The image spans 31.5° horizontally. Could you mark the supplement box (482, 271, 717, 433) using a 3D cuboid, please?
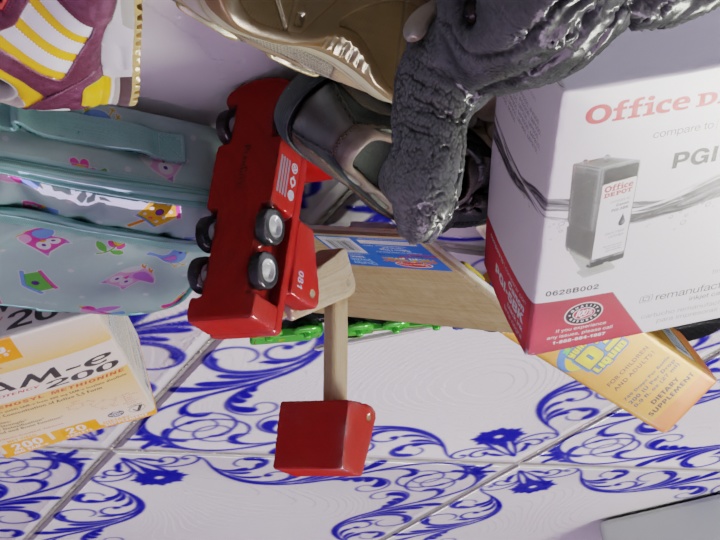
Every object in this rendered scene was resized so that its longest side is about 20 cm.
[{"bbox_3d":[0.178,0.049,0.964,0.200,0.069,0.067,31,109,-31],"label":"supplement box"}]

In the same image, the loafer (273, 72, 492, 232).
[{"bbox_3d":[0.031,-0.053,0.726,0.200,0.063,0.072,20,112,-50],"label":"loafer"}]

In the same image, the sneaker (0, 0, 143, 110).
[{"bbox_3d":[-0.145,-0.130,0.564,0.090,0.075,0.200,-8,155,-12],"label":"sneaker"}]

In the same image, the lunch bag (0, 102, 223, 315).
[{"bbox_3d":[-0.179,-0.038,0.748,0.199,0.077,0.160,7,152,-28],"label":"lunch bag"}]

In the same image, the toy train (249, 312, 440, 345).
[{"bbox_3d":[0.005,0.034,1.003,0.199,0.042,0.056,-4,165,-8],"label":"toy train"}]

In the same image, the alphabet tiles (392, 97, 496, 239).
[{"bbox_3d":[0.097,-0.071,0.829,0.195,0.015,0.200,-16,153,18],"label":"alphabet tiles"}]

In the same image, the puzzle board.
[{"bbox_3d":[0.000,0.000,0.855,0.200,0.017,0.151,4,158,39],"label":"puzzle board"}]

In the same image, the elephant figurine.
[{"bbox_3d":[0.072,-0.132,0.468,0.141,0.201,0.155,-4,155,-6],"label":"elephant figurine"}]

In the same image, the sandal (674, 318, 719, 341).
[{"bbox_3d":[0.223,0.040,1.077,0.199,0.045,0.075,-3,161,-34],"label":"sandal"}]

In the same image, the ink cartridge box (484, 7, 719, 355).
[{"bbox_3d":[0.153,-0.058,0.705,0.146,0.083,0.200,-11,137,-8],"label":"ink cartridge box"}]

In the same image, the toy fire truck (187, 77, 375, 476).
[{"bbox_3d":[-0.037,0.007,0.735,0.049,0.201,0.141,-5,156,30],"label":"toy fire truck"}]

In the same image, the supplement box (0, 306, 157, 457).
[{"bbox_3d":[-0.231,0.057,0.918,0.126,0.074,0.200,-16,154,-4],"label":"supplement box"}]

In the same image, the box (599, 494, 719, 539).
[{"bbox_3d":[0.481,0.437,1.840,0.199,0.172,0.200,-19,153,25],"label":"box"}]

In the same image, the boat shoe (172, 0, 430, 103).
[{"bbox_3d":[-0.019,-0.129,0.624,0.065,0.072,0.200,20,-172,38],"label":"boat shoe"}]

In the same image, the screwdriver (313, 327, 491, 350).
[{"bbox_3d":[0.059,0.047,1.050,0.199,0.028,0.029,-11,-176,0],"label":"screwdriver"}]
